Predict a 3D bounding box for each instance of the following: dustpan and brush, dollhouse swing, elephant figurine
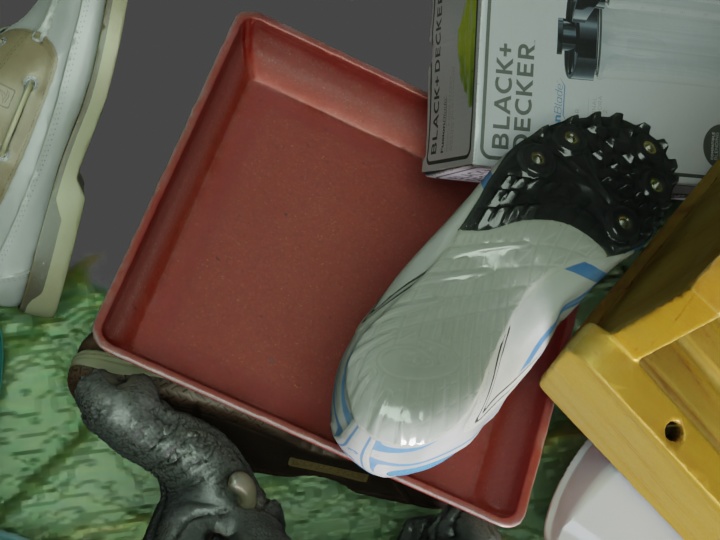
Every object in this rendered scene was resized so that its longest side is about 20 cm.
[{"bbox_3d":[0.172,0.087,0.781,0.139,0.057,0.200,38,73,-15],"label":"dustpan and brush"},{"bbox_3d":[0.202,0.006,0.668,0.182,0.176,0.200,46,73,-13],"label":"dollhouse swing"},{"bbox_3d":[-0.041,0.152,0.710,0.199,0.155,0.142,13,122,-28],"label":"elephant figurine"}]

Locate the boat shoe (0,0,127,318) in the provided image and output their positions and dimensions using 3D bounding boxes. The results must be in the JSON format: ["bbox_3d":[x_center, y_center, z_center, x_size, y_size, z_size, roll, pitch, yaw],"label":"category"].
[{"bbox_3d":[-0.150,-0.082,0.749,0.068,0.075,0.201,13,89,-13],"label":"boat shoe"}]

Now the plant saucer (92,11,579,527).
[{"bbox_3d":[0.000,0.000,0.749,0.199,0.037,0.200,25,55,-7],"label":"plant saucer"}]

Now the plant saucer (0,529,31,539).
[{"bbox_3d":[-0.197,0.207,0.717,0.199,0.036,0.201,-7,51,9],"label":"plant saucer"}]

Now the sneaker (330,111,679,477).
[{"bbox_3d":[0.058,0.006,0.691,0.072,0.073,0.200,44,67,4],"label":"sneaker"}]

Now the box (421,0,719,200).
[{"bbox_3d":[0.133,-0.094,0.771,0.199,0.060,0.117,5,88,-19],"label":"box"}]

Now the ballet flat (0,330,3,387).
[{"bbox_3d":[-0.212,0.103,0.728,0.070,0.067,0.201,-9,58,23],"label":"ballet flat"}]

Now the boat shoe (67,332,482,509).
[{"bbox_3d":[-0.033,0.054,0.774,0.201,0.075,0.075,16,61,-9],"label":"boat shoe"}]
